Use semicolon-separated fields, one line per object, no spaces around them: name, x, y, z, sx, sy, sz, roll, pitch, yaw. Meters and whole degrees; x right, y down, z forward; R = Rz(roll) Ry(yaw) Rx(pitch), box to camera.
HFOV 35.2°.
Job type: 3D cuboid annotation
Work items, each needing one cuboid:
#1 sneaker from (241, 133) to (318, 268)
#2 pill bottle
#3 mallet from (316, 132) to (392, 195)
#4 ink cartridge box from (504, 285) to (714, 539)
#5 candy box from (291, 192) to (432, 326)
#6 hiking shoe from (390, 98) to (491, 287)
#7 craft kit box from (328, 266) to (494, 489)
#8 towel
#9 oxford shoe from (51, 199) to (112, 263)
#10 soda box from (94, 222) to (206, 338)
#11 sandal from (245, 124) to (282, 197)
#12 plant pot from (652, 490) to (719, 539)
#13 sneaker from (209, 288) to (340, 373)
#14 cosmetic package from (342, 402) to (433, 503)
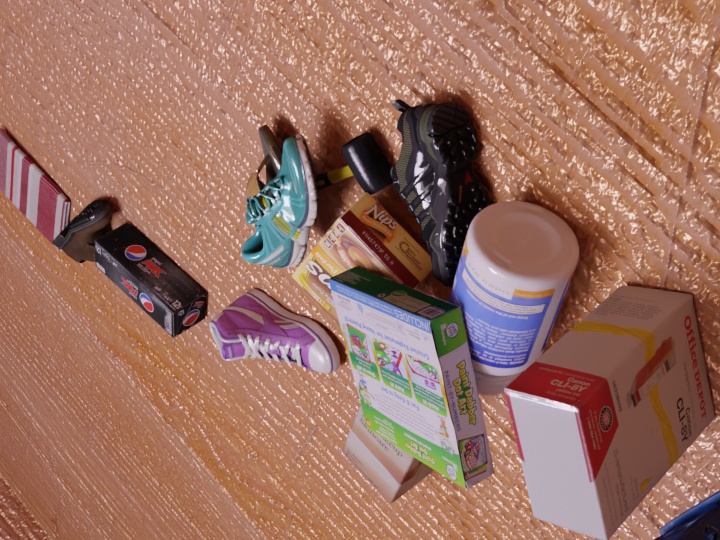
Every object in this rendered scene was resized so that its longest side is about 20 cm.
sneaker;-0.095;-0.073;1.336;0.201;0.079;0.078;107;156;-44
pill bottle;0.145;0.036;1.159;0.112;0.112;0.201;40;143;24
mallet;-0.024;-0.102;1.335;0.066;0.041;0.200;56;152;-4
ink cartridge box;0.234;0.123;1.041;0.083;0.200;0.146;8;124;45
candy box;0.000;0.000;1.335;0.115;0.055;0.200;46;152;1
hiking shoe;0.081;-0.083;1.192;0.101;0.075;0.201;23;126;52
craft kit box;0.053;0.110;1.221;0.200;0.048;0.199;23;129;55
towel;-0.587;-0.144;2.030;0.200;0.023;0.144;44;143;16
oxford shoe;-0.441;-0.061;1.882;0.084;0.073;0.200;45;151;-11
soda box;-0.332;0.014;1.787;0.200;0.071;0.064;39;142;24
sandal;-0.117;-0.090;1.426;0.201;0.054;0.082;95;152;-48
plant pot;0.350;0.319;1.073;0.200;0.180;0.200;49;147;12
sneaker;-0.127;0.108;1.568;0.200;0.114;0.073;25;134;36
cosmetic package;0.055;0.193;1.428;0.103;0.087;0.200;44;145;21
